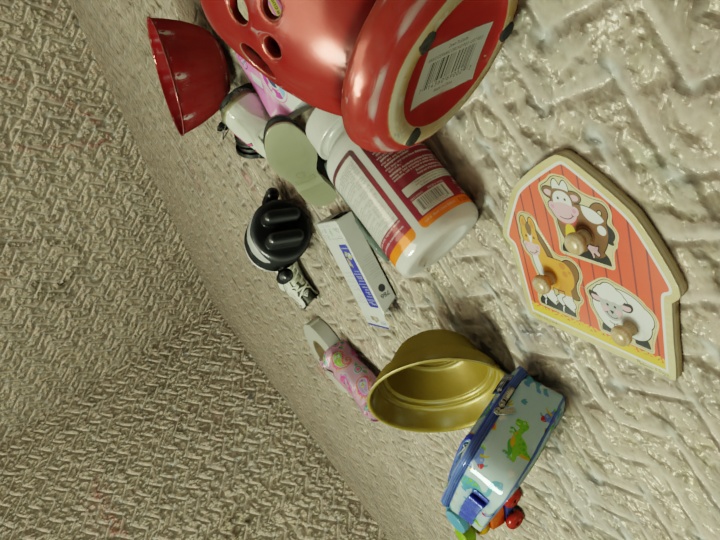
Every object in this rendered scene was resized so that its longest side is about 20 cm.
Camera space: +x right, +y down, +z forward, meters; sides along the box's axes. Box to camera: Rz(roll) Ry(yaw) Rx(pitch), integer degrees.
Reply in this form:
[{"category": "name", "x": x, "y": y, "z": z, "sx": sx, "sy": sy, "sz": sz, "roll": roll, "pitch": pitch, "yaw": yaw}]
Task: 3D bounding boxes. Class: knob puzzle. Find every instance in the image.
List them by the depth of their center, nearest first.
[{"category": "knob puzzle", "x": 0.191, "y": -0.009, "z": 0.553, "sx": 0.220, "sy": 0.030, "sz": 0.221, "roll": 50, "pitch": 160, "yaw": 26}]

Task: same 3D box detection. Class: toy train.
[{"category": "toy train", "x": 0.208, "y": 0.424, "z": 1.051, "sx": 0.084, "sy": 0.115, "sz": 0.202, "roll": 38, "pitch": 153, "yaw": 45}]

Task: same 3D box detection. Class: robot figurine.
[{"category": "robot figurine", "x": -0.163, "y": -0.067, "z": 1.223, "sx": 0.123, "sy": 0.152, "sz": 0.200, "roll": 29, "pitch": 163, "yaw": -10}]

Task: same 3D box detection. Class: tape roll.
[{"category": "tape roll", "x": -0.075, "y": 0.212, "z": 1.561, "sx": 0.203, "sy": 0.037, "sz": 0.204, "roll": 49, "pitch": 160, "yaw": 24}]

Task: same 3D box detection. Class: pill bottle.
[{"category": "pill bottle", "x": 0.030, "y": -0.104, "z": 0.688, "sx": 0.201, "sy": 0.109, "sz": 0.110, "roll": 54, "pitch": 161, "yaw": 15}]

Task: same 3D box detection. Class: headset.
[{"category": "headset", "x": -0.193, "y": -0.266, "z": 1.103, "sx": 0.198, "sy": 0.093, "sz": 0.125, "roll": 6, "pitch": 123, "yaw": 48}]

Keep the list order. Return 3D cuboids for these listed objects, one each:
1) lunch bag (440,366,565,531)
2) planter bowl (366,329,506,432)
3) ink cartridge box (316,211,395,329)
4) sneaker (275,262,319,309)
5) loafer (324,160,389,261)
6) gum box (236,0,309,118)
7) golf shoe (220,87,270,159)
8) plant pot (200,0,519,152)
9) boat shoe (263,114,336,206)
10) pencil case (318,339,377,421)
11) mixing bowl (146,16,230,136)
[{"category": "lunch bag", "x": 0.169, "y": 0.224, "z": 0.759, "sx": 0.082, "sy": 0.161, "sz": 0.201, "roll": 31, "pitch": 152, "yaw": 20}, {"category": "planter bowl", "x": 0.104, "y": 0.139, "z": 0.851, "sx": 0.202, "sy": 0.196, "sz": 0.085, "roll": 82, "pitch": -176, "yaw": -51}, {"category": "ink cartridge box", "x": 0.000, "y": 0.000, "z": 1.039, "sx": 0.203, "sy": 0.039, "sz": 0.099, "roll": 64, "pitch": 160, "yaw": -12}, {"category": "sneaker", "x": -0.142, "y": 0.012, "z": 1.394, "sx": 0.115, "sy": 0.076, "sz": 0.202, "roll": 37, "pitch": 162, "yaw": 27}, {"category": "loafer", "x": 0.014, "y": -0.097, "z": 0.837, "sx": 0.072, "sy": 0.063, "sz": 0.201, "roll": 39, "pitch": -163, "yaw": -49}, {"category": "gum box", "x": -0.088, "y": -0.271, "z": 0.794, "sx": 0.115, "sy": 0.066, "sz": 0.199, "roll": 60, "pitch": 161, "yaw": -10}, {"category": "golf shoe", "x": -0.133, "y": -0.206, "z": 0.935, "sx": 0.092, "sy": 0.073, "sz": 0.199, "roll": 47, "pitch": -170, "yaw": 18}, {"category": "plant pot", "x": 0.008, "y": -0.208, "z": 0.460, "sx": 0.182, "sy": 0.200, "sz": 0.202, "roll": 42, "pitch": 157, "yaw": 19}, {"category": "boat shoe", "x": -0.086, "y": -0.165, "z": 0.894, "sx": 0.200, "sy": 0.070, "sz": 0.064, "roll": 50, "pitch": -153, "yaw": -61}, {"category": "pencil case", "x": -0.008, "y": 0.239, "z": 1.362, "sx": 0.200, "sy": 0.087, "sz": 0.088, "roll": 41, "pitch": 155, "yaw": 40}, {"category": "mixing bowl", "x": -0.296, "y": -0.353, "z": 1.104, "sx": 0.200, "sy": 0.107, "sz": 0.204, "roll": 161, "pitch": 90, "yaw": -73}]
